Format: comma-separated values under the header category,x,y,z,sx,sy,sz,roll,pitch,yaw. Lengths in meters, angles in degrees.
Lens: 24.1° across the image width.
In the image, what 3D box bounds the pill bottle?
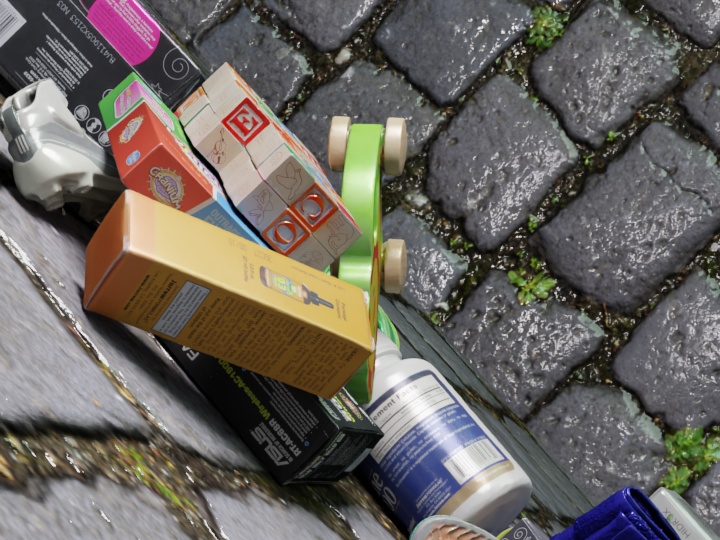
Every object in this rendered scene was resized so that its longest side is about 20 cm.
category,x,y,z,sx,sy,sz,roll,pitch,yaw
pill bottle,0.048,0.150,1.472,0.200,0.111,0.111,49,5,24

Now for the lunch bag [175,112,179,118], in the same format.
category,x,y,z,sx,sy,sz,roll,pitch,yaw
lunch bag,-0.171,-0.102,1.865,0.176,0.082,0.200,44,2,23

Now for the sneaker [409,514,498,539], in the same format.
category,x,y,z,sx,sy,sz,roll,pitch,yaw
sneaker,0.106,0.263,1.374,0.200,0.072,0.080,40,-12,-22

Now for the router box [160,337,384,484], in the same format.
category,x,y,z,sx,sy,sz,roll,pitch,yaw
router box,-0.080,0.070,1.283,0.200,0.062,0.150,48,6,14

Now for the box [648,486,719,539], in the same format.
category,x,y,z,sx,sy,sz,roll,pitch,yaw
box,0.380,0.393,2.051,0.200,0.171,0.199,48,5,16

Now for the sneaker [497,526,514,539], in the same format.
category,x,y,z,sx,sy,sz,roll,pitch,yaw
sneaker,0.184,0.313,1.553,0.131,0.080,0.200,45,-5,-41

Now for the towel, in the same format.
category,x,y,z,sx,sy,sz,roll,pitch,yaw
towel,0.211,0.285,1.441,0.148,0.200,0.050,47,42,1

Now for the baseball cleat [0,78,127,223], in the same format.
category,x,y,z,sx,sy,sz,roll,pitch,yaw
baseball cleat,-0.215,-0.093,1.292,0.200,0.069,0.107,21,46,-80

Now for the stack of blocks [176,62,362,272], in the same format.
category,x,y,z,sx,sy,sz,roll,pitch,yaw
stack of blocks,-0.075,-0.081,1.321,0.115,0.058,0.200,46,5,-24

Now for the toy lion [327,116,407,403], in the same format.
category,x,y,z,sx,sy,sz,roll,pitch,yaw
toy lion,0.000,0.000,1.397,0.193,0.068,0.202,-81,173,-53

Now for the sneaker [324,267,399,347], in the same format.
category,x,y,z,sx,sy,sz,roll,pitch,yaw
sneaker,-0.031,0.016,1.631,0.200,0.074,0.084,47,1,-3

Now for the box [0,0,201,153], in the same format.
category,x,y,z,sx,sy,sz,roll,pitch,yaw
box,-0.252,-0.202,1.515,0.200,0.132,0.115,46,1,-3

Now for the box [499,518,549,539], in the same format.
category,x,y,z,sx,sy,sz,roll,pitch,yaw
box,0.156,0.295,1.194,0.200,0.115,0.132,43,5,-31

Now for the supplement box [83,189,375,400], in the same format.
category,x,y,z,sx,sy,sz,roll,pitch,yaw
supplement box,-0.089,0.020,1.161,0.198,0.069,0.067,22,36,-24

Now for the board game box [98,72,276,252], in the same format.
category,x,y,z,sx,sy,sz,roll,pitch,yaw
board game box,-0.128,-0.061,1.290,0.153,0.040,0.200,46,5,-25
